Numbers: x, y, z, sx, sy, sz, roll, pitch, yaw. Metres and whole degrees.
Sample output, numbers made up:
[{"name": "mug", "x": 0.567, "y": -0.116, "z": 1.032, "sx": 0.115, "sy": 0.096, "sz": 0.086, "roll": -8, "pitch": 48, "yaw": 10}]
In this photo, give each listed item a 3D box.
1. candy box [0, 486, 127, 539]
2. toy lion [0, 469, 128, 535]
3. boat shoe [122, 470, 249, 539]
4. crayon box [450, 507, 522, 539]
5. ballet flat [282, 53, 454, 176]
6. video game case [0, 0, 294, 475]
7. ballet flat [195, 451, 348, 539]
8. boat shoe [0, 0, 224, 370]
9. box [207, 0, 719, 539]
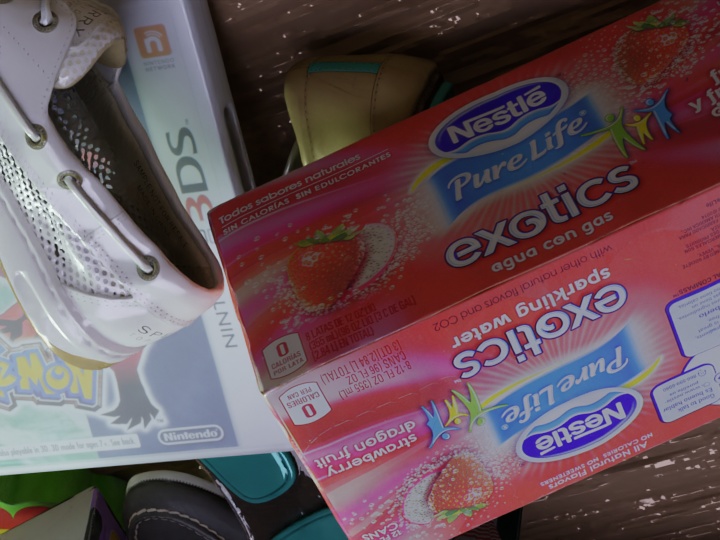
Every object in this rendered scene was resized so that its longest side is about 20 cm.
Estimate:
[{"name": "candy box", "x": -0.096, "y": 0.217, "z": 0.834, "sx": 0.072, "sy": 0.168, "sz": 0.200, "roll": -27, "pitch": 106, "yaw": 5}, {"name": "toy lion", "x": -0.183, "y": 0.157, "z": 0.965, "sx": 0.192, "sy": 0.069, "sz": 0.200, "roll": 1, "pitch": 138, "yaw": -1}, {"name": "boat shoe", "x": -0.043, "y": 0.163, "z": 0.861, "sx": 0.067, "sy": 0.057, "sz": 0.200, "roll": -11, "pitch": 133, "yaw": 25}, {"name": "crayon box", "x": -0.001, "y": 0.162, "z": 0.931, "sx": 0.127, "sy": 0.051, "sz": 0.200, "roll": 10, "pitch": 138, "yaw": 1}, {"name": "ballet flat", "x": 0.000, "y": 0.000, "z": 0.751, "sx": 0.063, "sy": 0.069, "sz": 0.200, "roll": 12, "pitch": 130, "yaw": 13}, {"name": "video game case", "x": -0.130, "y": -0.007, "z": 0.744, "sx": 0.200, "sy": 0.023, "sz": 0.182, "roll": -6, "pitch": 113, "yaw": 19}, {"name": "ballet flat", "x": -0.018, "y": 0.084, "z": 0.807, "sx": 0.068, "sy": 0.067, "sz": 0.200, "roll": -23, "pitch": 106, "yaw": 29}, {"name": "boat shoe", "x": -0.105, "y": -0.068, "z": 0.653, "sx": 0.069, "sy": 0.071, "sz": 0.200, "roll": -24, "pitch": 101, "yaw": 27}, {"name": "box", "x": 0.065, "y": 0.000, "z": 0.657, "sx": 0.200, "sy": 0.095, "sz": 0.103, "roll": -25, "pitch": 131, "yaw": 3}]
